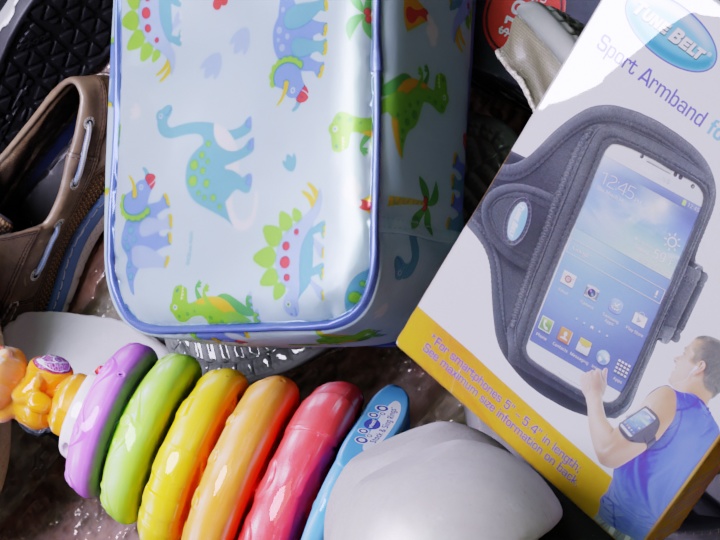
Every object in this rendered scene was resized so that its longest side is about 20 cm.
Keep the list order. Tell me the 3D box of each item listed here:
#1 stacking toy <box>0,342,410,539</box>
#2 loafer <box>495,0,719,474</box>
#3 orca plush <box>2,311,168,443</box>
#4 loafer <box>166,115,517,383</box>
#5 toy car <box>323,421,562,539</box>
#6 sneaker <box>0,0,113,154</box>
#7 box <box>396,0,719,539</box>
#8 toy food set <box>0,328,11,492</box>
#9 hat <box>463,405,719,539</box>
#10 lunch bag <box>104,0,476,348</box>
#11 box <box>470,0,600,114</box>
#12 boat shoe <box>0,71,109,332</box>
[{"bbox_3d":[-0.086,0.074,0.841,0.199,0.116,0.110,23,115,8],"label":"stacking toy"},{"bbox_3d":[0.095,-0.009,0.733,0.070,0.075,0.201,-32,72,21],"label":"loafer"},{"bbox_3d":[-0.098,0.076,0.975,0.199,0.071,0.105,6,35,25],"label":"orca plush"},{"bbox_3d":[0.000,0.000,0.900,0.199,0.070,0.076,-25,71,22],"label":"loafer"},{"bbox_3d":[0.017,0.157,0.699,0.149,0.200,0.176,-22,91,-2],"label":"toy car"},{"bbox_3d":[-0.202,-0.119,1.075,0.200,0.072,0.083,-53,54,11],"label":"sneaker"},{"bbox_3d":[0.106,-0.016,0.664,0.119,0.041,0.200,41,121,21],"label":"box"},{"bbox_3d":[-0.237,0.049,1.011,0.200,0.048,0.199,-17,83,57],"label":"toy food set"},{"bbox_3d":[0.136,0.048,0.793,0.200,0.081,0.202,-4,80,27],"label":"hat"},{"bbox_3d":[-0.034,-0.068,0.824,0.160,0.082,0.201,-3,83,36],"label":"lunch bag"},{"bbox_3d":[0.102,-0.167,0.863,0.182,0.104,0.201,26,93,37],"label":"box"},{"bbox_3d":[-0.183,-0.023,1.035,0.072,0.072,0.200,40,102,34],"label":"boat shoe"}]
